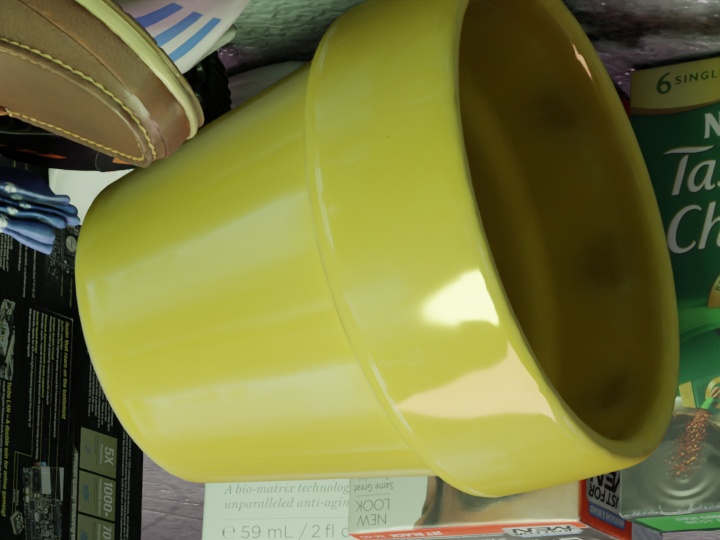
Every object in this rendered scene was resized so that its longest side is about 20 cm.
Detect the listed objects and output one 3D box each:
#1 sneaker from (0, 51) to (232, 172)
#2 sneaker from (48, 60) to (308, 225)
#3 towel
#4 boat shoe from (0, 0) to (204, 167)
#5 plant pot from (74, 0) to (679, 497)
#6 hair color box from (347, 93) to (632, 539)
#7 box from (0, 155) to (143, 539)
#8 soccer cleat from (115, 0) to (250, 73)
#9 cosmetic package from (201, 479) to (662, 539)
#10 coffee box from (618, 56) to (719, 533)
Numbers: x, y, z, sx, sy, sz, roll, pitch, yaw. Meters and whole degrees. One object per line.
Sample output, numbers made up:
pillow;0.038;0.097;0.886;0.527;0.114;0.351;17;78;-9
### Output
sneaker;-0.152;-0.074;1.131;0.200;0.070;0.090;12;158;-40
sneaker;-0.075;-0.031;1.249;0.075;0.089;0.200;13;162;-39
towel;-0.207;-0.064;1.089;0.200;0.024;0.145;25;-177;-14
boat shoe;-0.144;-0.080;0.951;0.200;0.068;0.072;28;157;23
plant pot;0.000;0.000;1.090;0.189;0.201;0.201;-16;158;24
hair color box;0.058;0.020;1.207;0.111;0.200;0.064;-6;163;26
box;-0.181;0.045;1.324;0.086;0.200;0.164;-9;162;30
soccer cleat;-0.071;-0.123;0.985;0.086;0.070;0.200;-18;167;-15
cosmetic package;0.039;0.048;1.314;0.199;0.200;0.123;-2;162;14
coffee box;0.168;0.005;1.147;0.123;0.200;0.044;-7;160;33
